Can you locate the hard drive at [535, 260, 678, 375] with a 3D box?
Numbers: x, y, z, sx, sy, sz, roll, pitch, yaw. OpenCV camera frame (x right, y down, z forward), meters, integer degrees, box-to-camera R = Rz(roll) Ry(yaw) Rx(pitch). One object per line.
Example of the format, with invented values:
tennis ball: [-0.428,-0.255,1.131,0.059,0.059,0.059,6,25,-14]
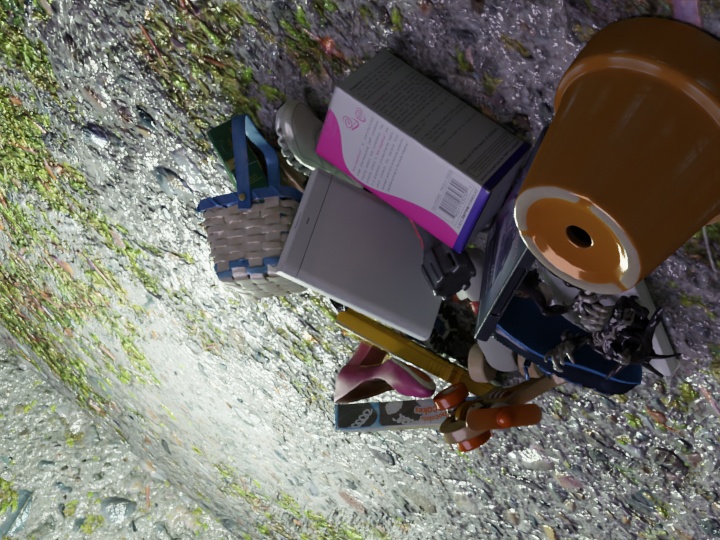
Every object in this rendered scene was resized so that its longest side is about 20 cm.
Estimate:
hard drive: [0.272,0.032,1.359,0.131,0.026,0.201,11,140,46]

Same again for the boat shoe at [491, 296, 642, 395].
boat shoe: [0.221,0.100,1.361,0.199,0.084,0.069,29,142,-6]

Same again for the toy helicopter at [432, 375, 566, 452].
toy helicopter: [0.188,0.160,1.488,0.079,0.199,0.132,62,-178,-4]

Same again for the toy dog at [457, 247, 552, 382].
toy dog: [0.171,0.047,1.458,0.131,0.097,0.201,12,133,15]

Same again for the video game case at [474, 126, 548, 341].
video game case: [0.162,-0.035,1.261,0.019,0.144,0.200,14,146,-4]

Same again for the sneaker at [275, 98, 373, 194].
sneaker: [-0.031,-0.134,1.482,0.081,0.075,0.200,-7,131,41]

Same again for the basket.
basket: [-0.120,-0.073,1.458,0.138,0.202,0.176,-11,168,9]

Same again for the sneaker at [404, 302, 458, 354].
sneaker: [0.053,0.032,1.600,0.089,0.079,0.201,10,140,43]

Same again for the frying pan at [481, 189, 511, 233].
frying pan: [0.111,-0.077,1.414,0.115,0.031,0.190,47,150,-11]

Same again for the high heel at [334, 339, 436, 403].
high heel: [0.028,0.159,1.590,0.067,0.096,0.200,28,178,-34]

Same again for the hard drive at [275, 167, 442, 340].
hard drive: [0.012,-0.018,1.398,0.199,0.133,0.027,25,162,-20]

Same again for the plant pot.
plant pot: [0.234,-0.087,1.053,0.200,0.183,0.201,32,152,19]

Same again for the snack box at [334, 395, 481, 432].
snack box: [0.070,0.196,1.628,0.198,0.037,0.116,-4,170,7]

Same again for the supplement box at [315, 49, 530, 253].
supplement box: [0.065,-0.130,1.288,0.199,0.103,0.101,35,138,11]

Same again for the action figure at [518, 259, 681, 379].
action figure: [0.243,0.056,1.287,0.200,0.102,0.119,38,132,13]

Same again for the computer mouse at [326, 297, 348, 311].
computer mouse: [0.000,0.000,1.511,0.200,0.053,0.139,16,138,57]

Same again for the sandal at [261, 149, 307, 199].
sandal: [-0.069,-0.064,1.627,0.212,0.070,0.078,46,154,-8]

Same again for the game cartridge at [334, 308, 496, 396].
game cartridge: [0.082,0.117,1.662,0.199,0.033,0.176,25,178,28]

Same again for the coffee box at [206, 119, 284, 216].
coffee box: [-0.141,-0.097,1.650,0.123,0.044,0.201,57,172,50]

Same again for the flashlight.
flashlight: [0.066,-0.057,1.352,0.068,0.068,0.201,31,-151,-53]
